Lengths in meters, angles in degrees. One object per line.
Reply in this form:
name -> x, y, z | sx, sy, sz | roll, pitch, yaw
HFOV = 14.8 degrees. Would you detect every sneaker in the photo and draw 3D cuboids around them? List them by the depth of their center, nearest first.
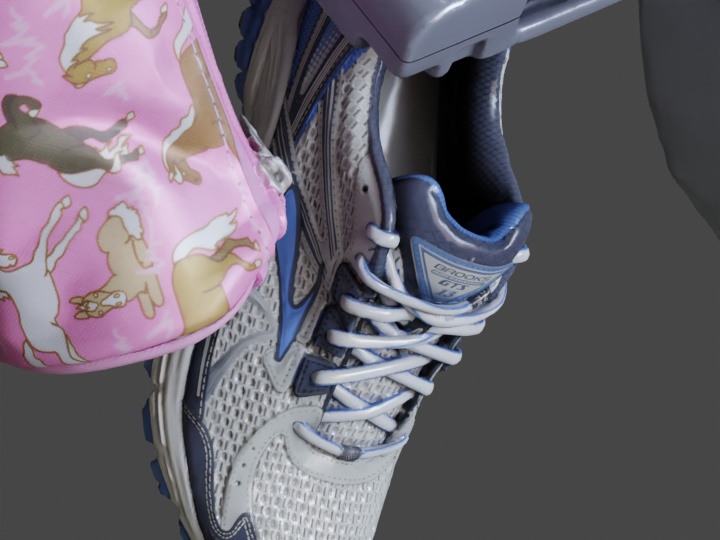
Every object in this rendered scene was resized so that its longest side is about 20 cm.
sneaker -> 0.000, 0.000, 0.750 | 0.077, 0.085, 0.201 | 6, 93, -41

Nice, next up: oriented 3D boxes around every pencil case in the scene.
pencil case -> -0.084, -0.077, 0.666 | 0.086, 0.083, 0.201 | -34, 117, -31

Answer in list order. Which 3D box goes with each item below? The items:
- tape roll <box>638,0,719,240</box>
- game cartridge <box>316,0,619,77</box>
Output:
tape roll -> 0.174, -0.095, 0.887 | 0.200, 0.066, 0.201 | -12, 107, -45
game cartridge -> 0.053, -0.135, 0.750 | 0.199, 0.133, 0.041 | -25, 151, -29
